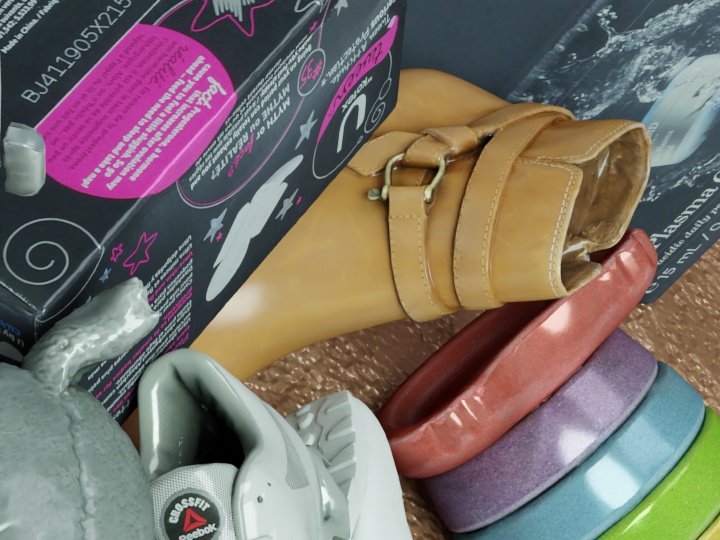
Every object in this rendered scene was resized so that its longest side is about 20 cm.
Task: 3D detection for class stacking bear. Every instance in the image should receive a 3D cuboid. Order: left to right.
[{"bbox_3d":[0.105,0.103,1.041,0.121,0.114,0.200,-41,97,-20],"label":"stacking bear"}]

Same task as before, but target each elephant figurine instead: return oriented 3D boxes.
[{"bbox_3d":[-0.096,0.131,0.755,0.141,0.155,0.200,-12,39,-11],"label":"elephant figurine"}]

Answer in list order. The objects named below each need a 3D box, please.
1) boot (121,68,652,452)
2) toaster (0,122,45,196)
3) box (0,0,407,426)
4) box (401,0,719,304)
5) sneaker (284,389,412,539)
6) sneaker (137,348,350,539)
[{"bbox_3d":[0.000,0.000,0.981,0.154,0.074,0.200,9,50,28],"label":"boot"},{"bbox_3d":[-0.188,-0.033,0.759,0.199,0.114,0.129,15,46,7],"label":"toaster"},{"bbox_3d":[-0.092,-0.051,0.917,0.132,0.115,0.200,30,58,16],"label":"box"},{"bbox_3d":[0.091,-0.090,1.165,0.200,0.197,0.118,4,50,-43],"label":"box"},{"bbox_3d":[-0.005,0.129,0.942,0.080,0.076,0.200,32,39,-31],"label":"sneaker"},{"bbox_3d":[-0.040,0.106,0.850,0.089,0.074,0.200,56,12,-41],"label":"sneaker"}]
